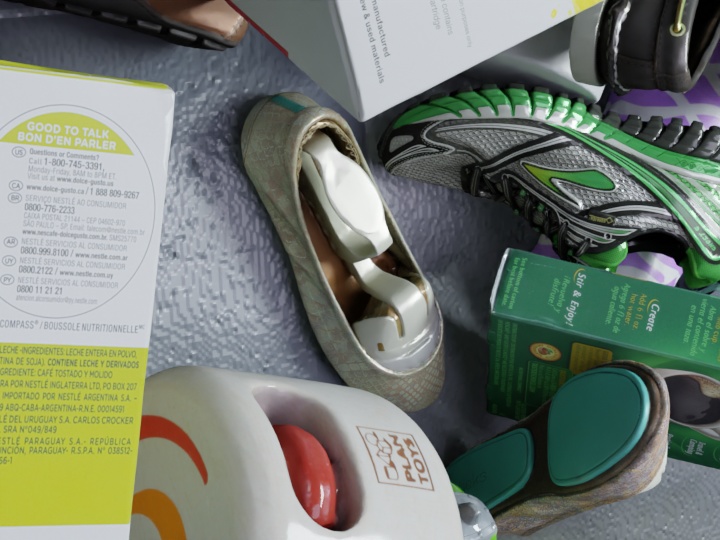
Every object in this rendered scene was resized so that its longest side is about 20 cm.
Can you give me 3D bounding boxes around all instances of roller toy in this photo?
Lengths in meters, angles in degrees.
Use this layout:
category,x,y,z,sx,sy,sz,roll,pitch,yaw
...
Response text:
category,x,y,z,sx,sy,sz,roll,pitch,yaw
roller toy,-0.043,0.141,0.915,0.139,0.199,0.184,11,85,-36

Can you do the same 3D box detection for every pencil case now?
category,x,y,z,sx,sy,sz,roll,pitch,yaw
pencil case,0.161,-0.051,1.097,0.201,0.084,0.086,-61,162,-9

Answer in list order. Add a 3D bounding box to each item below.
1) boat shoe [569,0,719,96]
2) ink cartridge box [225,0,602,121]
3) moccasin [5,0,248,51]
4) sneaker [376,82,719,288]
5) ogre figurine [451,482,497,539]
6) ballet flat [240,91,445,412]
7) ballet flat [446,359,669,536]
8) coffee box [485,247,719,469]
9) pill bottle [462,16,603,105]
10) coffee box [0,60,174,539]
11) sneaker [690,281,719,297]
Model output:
category,x,y,z,sx,sy,sz,roll,pitch,yaw
boat shoe,0.170,-0.153,0.960,0.202,0.060,0.072,-54,148,-34
ink cartridge box,0.044,-0.166,0.857,0.199,0.145,0.084,-27,128,-16
moccasin,-0.128,-0.154,0.879,0.200,0.073,0.078,10,92,-37
sneaker,0.105,-0.043,1.012,0.198,0.078,0.086,12,80,2
ogre figurine,0.031,0.178,1.015,0.098,0.120,0.202,8,93,-35
ballet flat,0.000,0.000,1.000,0.067,0.062,0.201,-42,119,-22
ballet flat,0.116,0.096,1.021,0.067,0.200,0.069,15,67,-25
coffee box,0.165,0.055,1.028,0.123,0.199,0.044,84,21,-60
pill bottle,0.108,-0.195,1.013,0.116,0.116,0.201,20,86,-35
coffee box,-0.211,0.008,0.769,0.199,0.199,0.199,4,95,-34
sneaker,0.202,0.025,1.153,0.199,0.074,0.088,-30,98,-37
